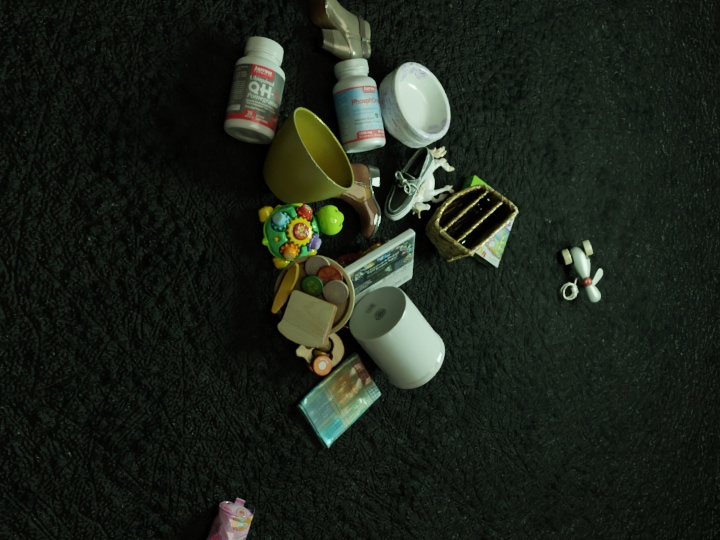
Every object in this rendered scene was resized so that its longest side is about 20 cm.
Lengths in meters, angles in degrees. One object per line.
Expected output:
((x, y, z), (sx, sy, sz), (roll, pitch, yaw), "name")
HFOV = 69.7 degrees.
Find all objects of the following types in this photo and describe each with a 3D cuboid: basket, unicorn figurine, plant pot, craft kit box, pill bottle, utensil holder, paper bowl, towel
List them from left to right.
((-0.223, -0.385, 1.111), (0.110, 0.110, 0.202), (12, 85, -30), "pill bottle")
((-0.129, -0.227, 1.124), (0.200, 0.141, 0.201), (45, 27, -32), "plant pot")
((-0.049, 0.320, 1.282), (0.200, 0.022, 0.148), (-38, 110, -25), "towel")
((-0.007, -0.393, 1.242), (0.108, 0.108, 0.202), (-14, 98, -30), "pill bottle")
((0.089, 0.161, 1.251), (0.170, 0.169, 0.200), (-52, 129, -19), "utensil holder")
((0.126, -0.410, 1.310), (0.199, 0.104, 0.203), (10, 73, -38), "paper bowl")
((0.186, -0.229, 1.391), (0.136, 0.074, 0.202), (-5, 79, -21), "unicorn figurine")
((0.283, -0.138, 1.357), (0.199, 0.149, 0.143), (-39, 94, -14), "basket")
((0.352, -0.139, 1.502), (0.199, 0.048, 0.199), (28, 74, -29), "craft kit box")

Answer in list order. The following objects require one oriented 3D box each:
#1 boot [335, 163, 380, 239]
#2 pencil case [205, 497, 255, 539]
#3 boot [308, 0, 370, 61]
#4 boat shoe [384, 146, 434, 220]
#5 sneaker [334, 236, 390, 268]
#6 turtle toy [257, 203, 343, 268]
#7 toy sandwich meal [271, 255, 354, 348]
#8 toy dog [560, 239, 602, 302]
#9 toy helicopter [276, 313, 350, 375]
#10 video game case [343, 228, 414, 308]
((-0.048, -0.174, 1.247), (0.198, 0.068, 0.191), (2, 94, -28), "boot")
((-0.296, 0.600, 1.105), (0.087, 0.087, 0.202), (23, 79, -29), "pencil case")
((-0.044, -0.604, 1.247), (0.145, 0.070, 0.203), (-8, 96, -37), "boot")
((0.121, -0.223, 1.317), (0.200, 0.073, 0.068), (-53, 158, 0), "boat shoe")
((0.000, 0.000, 1.270), (0.199, 0.078, 0.083), (-28, 139, -12), "sneaker")
((-0.133, -0.094, 1.176), (0.199, 0.101, 0.147), (-23, 103, -28), "turtle toy")
((-0.109, 0.068, 1.136), (0.203, 0.070, 0.208), (1, 97, 5), "toy sandwich meal")
((0.730, -0.001, 1.704), (0.096, 0.130, 0.203), (-19, 109, -68), "toy dog")
((-0.114, 0.140, 1.212), (0.200, 0.079, 0.132), (47, 75, -10), "toy helicopter")
((0.047, 0.007, 1.255), (0.199, 0.023, 0.183), (-31, 148, -19), "video game case")
